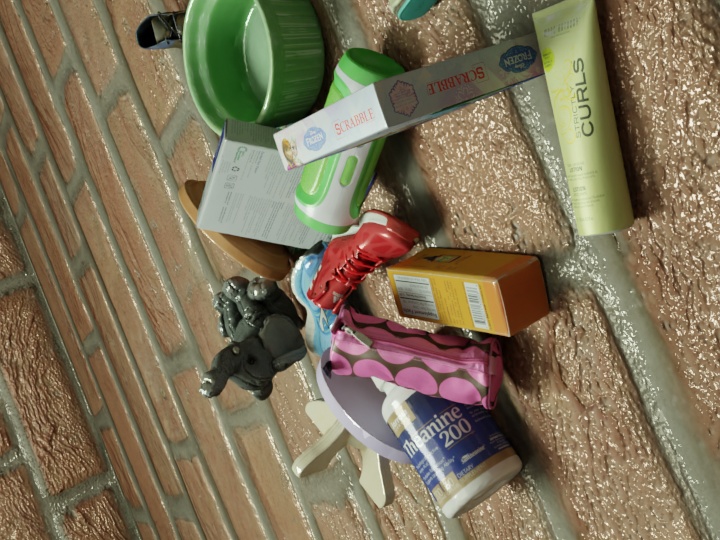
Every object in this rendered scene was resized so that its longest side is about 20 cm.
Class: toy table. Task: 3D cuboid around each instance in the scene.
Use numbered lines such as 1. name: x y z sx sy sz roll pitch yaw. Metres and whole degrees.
1. toy table: 0.001 0.209 1.237 0.201 0.180 0.119 56 133 41

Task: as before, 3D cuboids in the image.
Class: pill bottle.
1. pill bottle: 0.094 0.179 1.111 0.202 0.109 0.112 56 147 21

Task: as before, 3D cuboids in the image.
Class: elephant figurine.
1. elephant figurine: -0.149 0.119 1.337 0.143 0.151 0.203 88 174 -50

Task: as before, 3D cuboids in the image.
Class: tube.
1. tube: 0.195 -0.134 0.818 0.057 0.052 0.205 -10 96 18

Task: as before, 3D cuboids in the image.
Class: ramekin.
1. ramekin: -0.133 -0.273 1.183 0.198 0.096 0.205 19 115 45

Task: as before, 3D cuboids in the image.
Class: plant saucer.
1. plant saucer: -0.177 -0.065 1.359 0.032 0.199 0.201 -47 60 11

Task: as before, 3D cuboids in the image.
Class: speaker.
1. speaker: -0.014 -0.146 1.072 0.088 0.087 0.203 44 126 35

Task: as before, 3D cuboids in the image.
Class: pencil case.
1. pencil case: 0.062 0.095 1.039 0.195 0.092 0.094 10 151 11

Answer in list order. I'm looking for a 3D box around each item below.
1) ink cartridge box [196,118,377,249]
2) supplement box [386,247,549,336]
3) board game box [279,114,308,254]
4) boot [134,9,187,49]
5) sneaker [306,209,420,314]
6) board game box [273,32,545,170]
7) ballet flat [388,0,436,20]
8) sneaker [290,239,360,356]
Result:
1. ink cartridge box: -0.099 -0.104 1.209 0.197 0.195 0.044 123 151 -53
2. supplement box: 0.113 0.020 1.027 0.198 0.066 0.070 11 121 57
3. board game box: -0.099 -0.136 1.311 0.135 0.029 0.202 53 147 23
4. boot: -0.253 -0.346 1.362 0.198 0.096 0.076 12 119 56
5. sneaker: 0.000 0.000 1.135 0.077 0.117 0.199 29 165 -14
6. board game box: 0.044 -0.159 0.895 0.199 0.197 0.042 -11 101 60
7. ballet flat: 0.075 -0.307 0.888 0.199 0.066 0.064 -25 78 60
8. sneaker: -0.033 0.046 1.284 0.089 0.078 0.203 23 141 35
